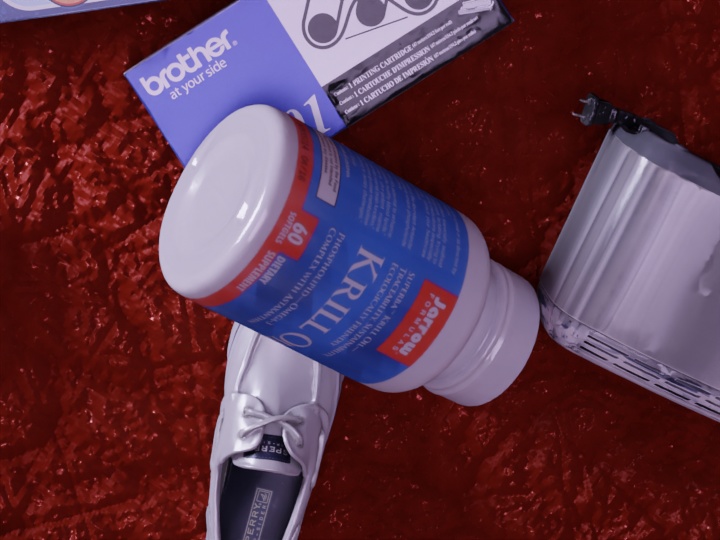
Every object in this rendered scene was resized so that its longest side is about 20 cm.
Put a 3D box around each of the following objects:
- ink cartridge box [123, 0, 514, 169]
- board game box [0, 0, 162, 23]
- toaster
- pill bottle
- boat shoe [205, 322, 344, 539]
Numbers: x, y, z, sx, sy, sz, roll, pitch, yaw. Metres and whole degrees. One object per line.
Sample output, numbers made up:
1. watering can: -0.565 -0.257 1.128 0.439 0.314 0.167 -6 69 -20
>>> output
1. ink cartridge box: -0.023 -0.126 1.033 0.200 0.044 0.094 -32 99 4
2. board game box: -0.109 -0.211 0.978 0.200 0.034 0.135 -9 99 0
3. toaster: 0.186 0.000 1.034 0.200 0.114 0.129 25 101 -10
4. pill bottle: 0.000 0.000 1.004 0.200 0.112 0.112 27 99 -30
5. boat shoe: -0.049 0.100 1.065 0.074 0.065 0.200 6 100 -3
